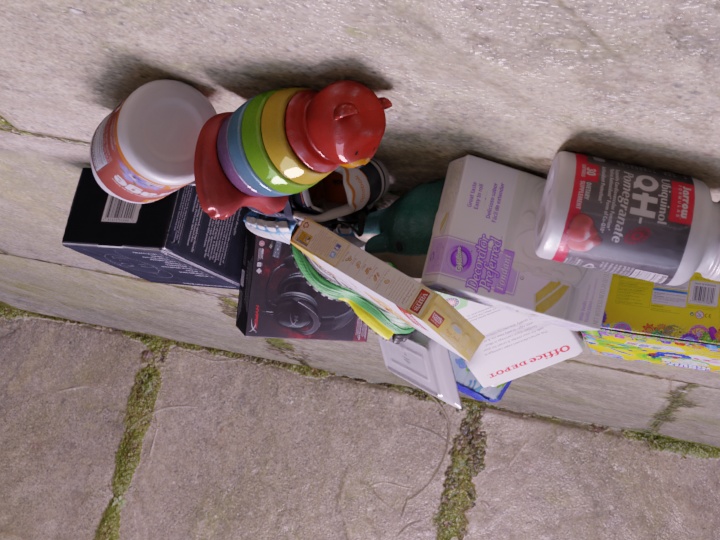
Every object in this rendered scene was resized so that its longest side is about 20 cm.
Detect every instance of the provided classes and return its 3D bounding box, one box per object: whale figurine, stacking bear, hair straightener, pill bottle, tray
[{"bbox_3d":[0.069,-0.060,1.364,0.159,0.104,0.200,-20,-159,-27],"label":"whale figurine"},{"bbox_3d":[-0.059,-0.129,1.141,0.200,0.114,0.121,-14,177,41],"label":"stacking bear"},{"bbox_3d":[-0.040,-0.061,1.388,0.077,0.041,0.200,-22,-162,-11],"label":"hair straightener"},{"bbox_3d":[0.282,-0.047,1.153,0.200,0.111,0.111,12,168,1],"label":"pill bottle"},{"bbox_3d":[-0.235,-0.135,1.277,0.112,0.112,0.200,17,167,-22],"label":"pill bottle"},{"bbox_3d":[0.068,0.113,1.516,0.022,0.108,0.200,-19,-164,-20],"label":"tray"}]

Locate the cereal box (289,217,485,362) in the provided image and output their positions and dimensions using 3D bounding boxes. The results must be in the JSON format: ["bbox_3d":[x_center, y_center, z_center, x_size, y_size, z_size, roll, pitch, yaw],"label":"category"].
[{"bbox_3d":[0.031,0.021,1.277,0.200,0.040,0.144,32,175,35],"label":"cereal box"}]

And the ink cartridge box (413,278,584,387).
[{"bbox_3d":[0.174,0.040,1.449,0.145,0.084,0.200,-23,130,19],"label":"ink cartridge box"}]

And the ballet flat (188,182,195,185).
[{"bbox_3d":[-0.197,-0.111,1.483,0.066,0.057,0.200,11,168,10],"label":"ballet flat"}]

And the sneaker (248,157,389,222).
[{"bbox_3d":[-0.071,-0.097,1.327,0.200,0.079,0.079,-4,-164,32],"label":"sneaker"}]

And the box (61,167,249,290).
[{"bbox_3d":[-0.277,-0.058,1.651,0.200,0.124,0.197,4,164,33],"label":"box"}]

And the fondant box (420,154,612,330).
[{"bbox_3d":[0.179,-0.027,1.263,0.200,0.144,0.058,16,173,-15],"label":"fondant box"}]

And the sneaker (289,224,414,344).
[{"bbox_3d":[0.000,0.000,1.456,0.200,0.078,0.085,35,123,-2],"label":"sneaker"}]

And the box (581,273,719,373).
[{"bbox_3d":[0.388,0.046,1.448,0.200,0.122,0.193,8,167,18],"label":"box"}]

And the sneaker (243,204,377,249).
[{"bbox_3d":[-0.063,-0.046,1.534,0.200,0.075,0.087,8,135,26],"label":"sneaker"}]

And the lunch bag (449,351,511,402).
[{"bbox_3d":[0.156,0.072,1.624,0.127,0.200,0.170,0,162,46],"label":"lunch bag"}]

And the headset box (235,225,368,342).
[{"bbox_3d":[-0.067,0.020,1.636,0.200,0.149,0.077,5,-170,-18],"label":"headset box"}]
